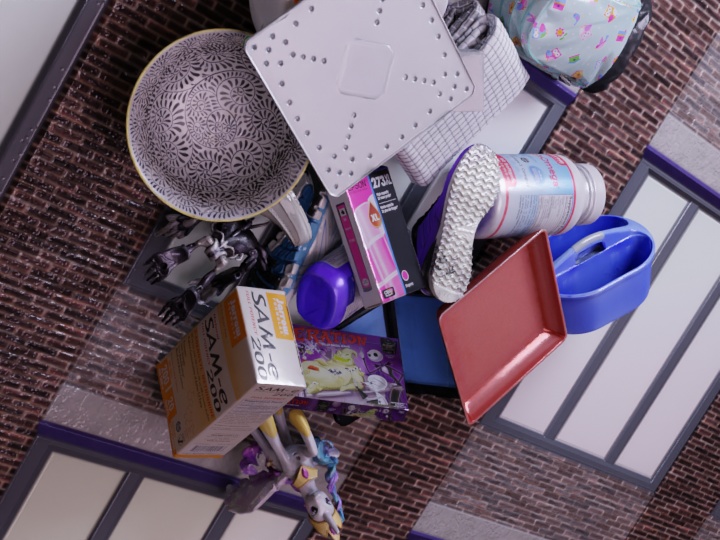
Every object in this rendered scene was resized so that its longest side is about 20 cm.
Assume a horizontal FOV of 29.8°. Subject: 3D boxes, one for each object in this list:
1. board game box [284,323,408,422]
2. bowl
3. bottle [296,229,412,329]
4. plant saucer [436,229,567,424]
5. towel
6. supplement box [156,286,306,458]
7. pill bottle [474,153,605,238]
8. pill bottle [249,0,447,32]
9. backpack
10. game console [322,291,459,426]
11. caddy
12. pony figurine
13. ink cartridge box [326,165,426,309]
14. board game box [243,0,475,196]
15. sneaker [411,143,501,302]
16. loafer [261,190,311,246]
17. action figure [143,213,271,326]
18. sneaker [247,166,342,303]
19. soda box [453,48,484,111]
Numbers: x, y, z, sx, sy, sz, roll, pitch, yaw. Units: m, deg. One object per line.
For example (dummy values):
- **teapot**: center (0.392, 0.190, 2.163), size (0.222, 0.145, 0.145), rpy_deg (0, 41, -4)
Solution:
- **board game box**: center (-0.042, 0.124, 1.686), size (0.197, 0.121, 0.033), rpy_deg (8, 130, -17)
- **bowl**: center (-0.151, -0.160, 1.451), size (0.198, 0.094, 0.204), rpy_deg (-2, 104, -9)
- **bottle**: center (0.000, 0.000, 1.678), size (0.200, 0.065, 0.084), rpy_deg (-35, 146, -48)
- **plant saucer**: center (0.180, 0.069, 1.767), size (0.199, 0.037, 0.201), rpy_deg (-38, 133, -23)
- **towel**: center (0.100, -0.214, 1.630), size (0.200, 0.086, 0.166), rpy_deg (-45, 155, 1)
- **supplement box**: center (-0.156, 0.123, 1.583), size (0.073, 0.127, 0.200), rpy_deg (7, 145, -38)
- **pill bottle**: center (0.224, -0.099, 1.788), size (0.198, 0.109, 0.110), rpy_deg (-4, 117, -33)
- **pill bottle**: center (-0.012, -0.300, 1.444), size (0.198, 0.110, 0.111), rpy_deg (-11, 121, -22)
- **backpack**: center (0.258, -0.316, 1.678), size (0.198, 0.127, 0.168), rpy_deg (16, 109, -36)
- **game console**: center (0.050, 0.111, 1.778), size (0.175, 0.116, 0.202), rpy_deg (-29, 128, -28)
- **caddy**: center (0.318, -0.004, 1.884), size (0.198, 0.141, 0.106), rpy_deg (-27, 131, -20)
- **pony figurine**: center (-0.098, 0.242, 1.729), size (0.166, 0.193, 0.202), rpy_deg (-31, 110, -20)
- **ink cartridge box**: center (0.012, -0.061, 1.626), size (0.094, 0.037, 0.202), rpy_deg (-19, 89, -50)
- **board game box**: center (0.001, -0.212, 1.405), size (0.199, 0.026, 0.201), rpy_deg (-37, 121, -8)
- **sneaker**: center (0.106, -0.065, 1.696), size (0.069, 0.099, 0.202), rpy_deg (20, 87, -29)
- **loafer**: center (-0.130, -0.100, 1.557), size (0.070, 0.070, 0.201), rpy_deg (-41, 112, -8)
- **action figure**: center (-0.182, -0.021, 1.561), size (0.120, 0.101, 0.200), rpy_deg (63, 31, -12)
- **sneaker**: center (-0.066, -0.023, 1.660), size (0.086, 0.075, 0.201), rpy_deg (19, 104, -45)
- **soda box**: center (0.036, -0.210, 1.497), size (0.197, 0.063, 0.069), rpy_deg (-3, 102, -8)
